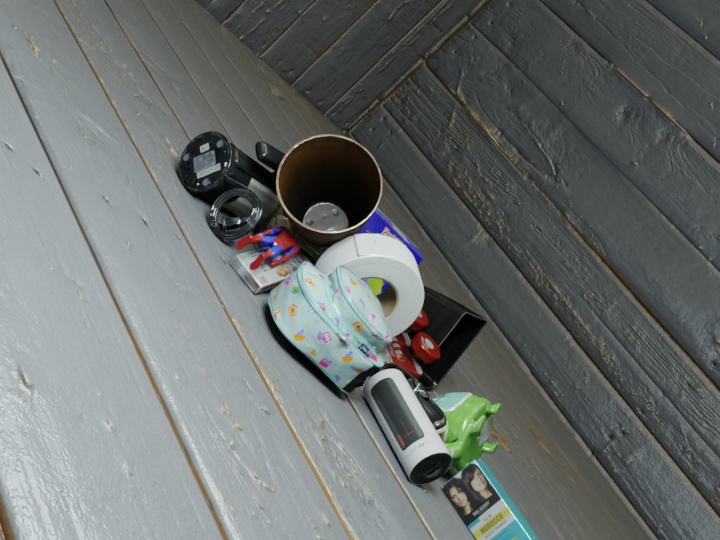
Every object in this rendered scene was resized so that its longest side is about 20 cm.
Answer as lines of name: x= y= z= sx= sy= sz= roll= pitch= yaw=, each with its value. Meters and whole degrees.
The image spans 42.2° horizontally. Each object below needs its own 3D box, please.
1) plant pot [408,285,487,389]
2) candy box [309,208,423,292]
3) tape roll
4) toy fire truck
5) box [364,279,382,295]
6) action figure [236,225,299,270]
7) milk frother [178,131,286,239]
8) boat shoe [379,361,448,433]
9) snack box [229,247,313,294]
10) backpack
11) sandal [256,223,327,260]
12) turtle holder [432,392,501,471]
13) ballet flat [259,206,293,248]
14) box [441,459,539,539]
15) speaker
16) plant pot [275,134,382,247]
plant pot: x=0.130 y=0.126 z=2.048 sx=0.177 sy=0.200 sz=0.200 roll=40 pitch=7 yaw=21
candy box: x=0.006 y=-0.022 z=1.995 sx=0.169 sy=0.200 sz=0.077 roll=43 pitch=11 yaw=-26
tape roll: x=0.012 y=0.034 z=1.678 sx=0.202 sy=0.202 sz=0.071 roll=42 pitch=21 yaw=-31
toy fire truck: x=0.055 y=0.130 z=1.867 sx=0.168 sy=0.112 sz=0.201 roll=26 pitch=33 yaw=-42
box: x=0.000 y=0.000 z=1.844 sx=0.047 sy=0.123 sz=0.200 roll=12 pitch=12 yaw=17
action figure: x=-0.154 y=-0.042 z=1.618 sx=0.066 sy=0.052 sz=0.200 roll=51 pitch=20 yaw=5
milk frother: x=-0.218 y=-0.130 z=1.728 sx=0.188 sy=0.179 sz=0.201 roll=31 pitch=63 yaw=-57
boat shoe: x=0.090 y=0.232 z=1.690 sx=0.200 sy=0.071 sz=0.068 roll=41 pitch=-32 yaw=56
snack box: x=-0.152 y=-0.009 z=1.656 sx=0.072 sy=0.024 sz=0.200 roll=49 pitch=25 yaw=10
backpack: x=-0.051 y=0.080 z=1.548 sx=0.200 sy=0.153 sz=0.176 roll=36 pitch=20 yaw=-25
sandal: x=-0.136 y=-0.065 z=1.912 sx=0.200 sy=0.057 sz=0.080 roll=29 pitch=36 yaw=-1
turtle holder: x=0.168 y=0.305 z=1.725 sx=0.131 sy=0.186 sz=0.141 roll=17 pitch=-40 yaw=28
ballet flat: x=-0.165 y=-0.098 z=1.835 sx=0.067 sy=0.064 sz=0.201 roll=4 pitch=45 yaw=-15
box: x=0.232 y=0.432 z=1.612 sx=0.200 sy=0.082 sz=0.049 roll=54 pitch=12 yaw=27
speaker: x=0.079 y=0.265 z=1.594 sx=0.081 sy=0.081 sz=0.200 roll=38 pitch=16 yaw=-45
plant pot: x=-0.062 y=-0.121 z=1.715 sx=0.187 sy=0.187 sz=0.200 roll=50 pitch=-15 yaw=12
